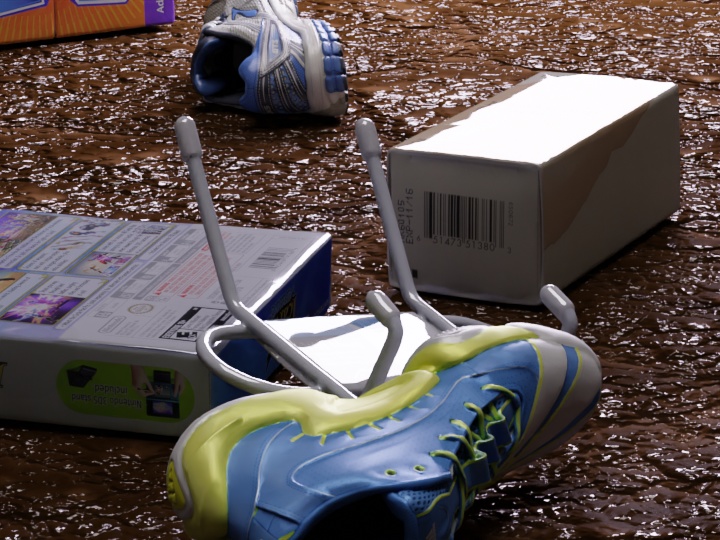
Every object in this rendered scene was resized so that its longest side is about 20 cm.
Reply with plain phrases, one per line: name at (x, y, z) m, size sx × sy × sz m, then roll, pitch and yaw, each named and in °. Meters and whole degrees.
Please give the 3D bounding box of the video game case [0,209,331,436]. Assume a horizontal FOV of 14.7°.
video game case at (-0.126, 0.022, 1.350) m, size 0.181 × 0.046 × 0.200 m, roll 6°, pitch 18°, yaw 14°

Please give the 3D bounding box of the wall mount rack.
wall mount rack at (0.000, 0.000, 1.282) m, size 0.200 × 0.075 × 0.174 m, roll -1°, pitch 30°, yaw -44°

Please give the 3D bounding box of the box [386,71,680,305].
box at (0.098, -0.048, 1.517) m, size 0.095 × 0.078 × 0.200 m, roll 7°, pitch 18°, yaw 25°

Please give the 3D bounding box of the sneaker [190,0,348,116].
sneaker at (-0.080, -0.151, 1.876) m, size 0.085 × 0.077 × 0.200 m, roll -11°, pitch 19°, yaw -19°

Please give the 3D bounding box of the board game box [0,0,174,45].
board game box at (-0.275, -0.291, 2.119) m, size 0.199 × 0.201 × 0.200 m, roll -9°, pitch 18°, yaw -27°

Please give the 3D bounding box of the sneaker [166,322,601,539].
sneaker at (0.027, 0.085, 1.118) m, size 0.199 × 0.076 × 0.105 m, roll -16°, pitch 34°, yaw -23°
